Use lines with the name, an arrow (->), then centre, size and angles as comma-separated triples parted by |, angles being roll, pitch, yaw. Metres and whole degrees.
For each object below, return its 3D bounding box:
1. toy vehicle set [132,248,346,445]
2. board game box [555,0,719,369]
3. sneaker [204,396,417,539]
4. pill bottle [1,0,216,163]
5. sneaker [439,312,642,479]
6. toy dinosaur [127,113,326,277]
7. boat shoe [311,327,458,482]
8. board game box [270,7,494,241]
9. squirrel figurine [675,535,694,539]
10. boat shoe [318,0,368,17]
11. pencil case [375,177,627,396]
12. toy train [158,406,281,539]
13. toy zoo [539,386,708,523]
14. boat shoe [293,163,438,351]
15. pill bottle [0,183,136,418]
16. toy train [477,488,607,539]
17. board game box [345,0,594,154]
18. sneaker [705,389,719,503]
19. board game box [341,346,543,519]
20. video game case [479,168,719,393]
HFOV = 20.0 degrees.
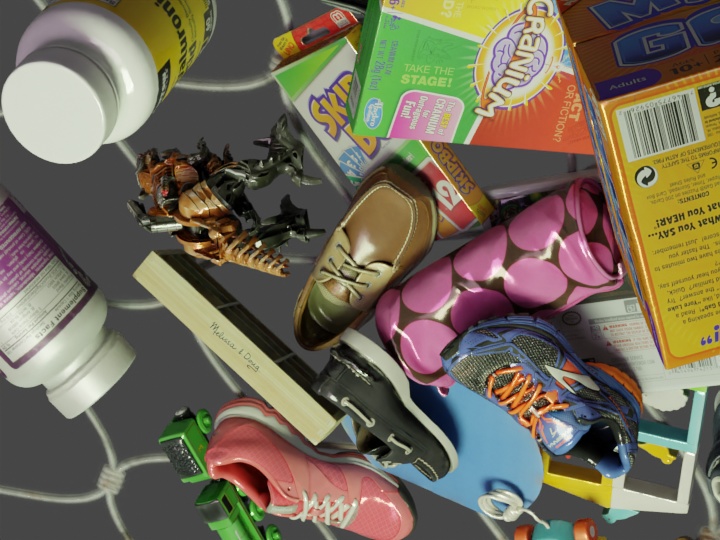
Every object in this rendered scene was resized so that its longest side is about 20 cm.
toy vehicle set -> -0.093, 0.059, 1.661 | 0.200, 0.124, 0.027 | 43, 95, 2
board game box -> 0.260, -0.090, 1.371 | 0.198, 0.200, 0.201 | -16, 116, 4
sneaker -> -0.048, 0.193, 1.768 | 0.199, 0.087, 0.074 | 27, 127, 2
pill bottle -> -0.190, -0.163, 1.525 | 0.110, 0.200, 0.112 | 10, 125, 14
sneaker -> 0.143, 0.095, 1.536 | 0.199, 0.079, 0.075 | 24, 130, -30
toy dinosaur -> -0.105, -0.044, 1.604 | 0.201, 0.135, 0.103 | 58, 153, 31
boat shoe -> 0.019, 0.120, 1.614 | 0.074, 0.060, 0.200 | 33, 166, 34
board game box -> 0.012, -0.107, 1.580 | 0.095, 0.030, 0.201 | -19, 111, 48
squirrel figurine -> 0.260, 0.356, 1.720 | 0.200, 0.142, 0.187 | 39, 118, -16
boat shoe -> 0.045, -0.207, 1.493 | 0.198, 0.066, 0.075 | 18, 123, 8
pencil case -> 0.112, 0.014, 1.558 | 0.199, 0.091, 0.094 | -32, 87, 27
toy train -> -0.118, 0.211, 1.824 | 0.041, 0.057, 0.201 | -17, 113, 28
toy zoo -> 0.213, 0.125, 1.669 | 0.130, 0.020, 0.202 | 12, 123, 13
boat shoe -> 0.000, 0.000, 1.612 | 0.075, 0.074, 0.201 | 34, 140, 6
pill bottle -> -0.286, 0.026, 1.736 | 0.112, 0.112, 0.200 | -33, 105, 33
toy train -> 0.132, 0.265, 1.738 | 0.149, 0.056, 0.201 | 15, 145, -1
board game box -> 0.101, -0.163, 1.466 | 0.198, 0.040, 0.154 | 3, 126, -14
sneaker -> 0.360, 0.139, 1.550 | 0.201, 0.146, 0.077 | -9, 116, 23
board game box -> 0.070, 0.123, 1.702 | 0.199, 0.039, 0.159 | 22, 140, 21
video game case -> 0.203, 0.008, 1.581 | 0.198, 0.023, 0.183 | -8, 108, 25
